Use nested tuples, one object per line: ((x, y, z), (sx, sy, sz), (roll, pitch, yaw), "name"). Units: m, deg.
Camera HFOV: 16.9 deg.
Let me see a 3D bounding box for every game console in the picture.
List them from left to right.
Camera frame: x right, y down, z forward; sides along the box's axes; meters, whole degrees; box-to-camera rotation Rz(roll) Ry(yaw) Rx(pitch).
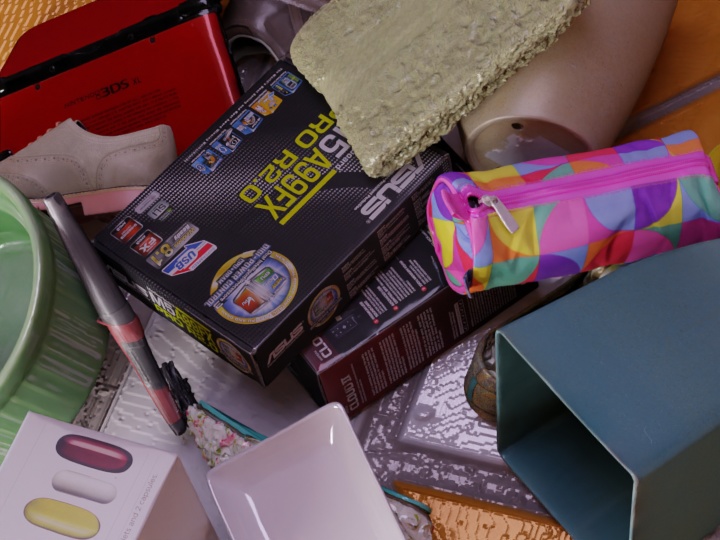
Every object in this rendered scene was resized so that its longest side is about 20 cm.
((-0.170, -0.137, 1.810), (0.199, 0.119, 0.173), (-20, 85, 19), "game console")

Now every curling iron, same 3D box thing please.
((-0.163, 0.032, 1.633), (0.025, 0.201, 0.050), (-29, 25, 4), "curling iron")

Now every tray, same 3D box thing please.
((-0.013, 0.195, 1.536), (0.107, 0.022, 0.201), (-29, 77, 15), "tray")

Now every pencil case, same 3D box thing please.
((0.141, -0.038, 1.593), (0.199, 0.089, 0.089), (-11, 53, -17), "pencil case")

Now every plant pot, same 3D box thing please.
((0.132, -0.160, 1.689), (0.186, 0.188, 0.201), (2, 58, 13), "plant pot")
((0.208, 0.076, 1.551), (0.199, 0.142, 0.141), (-30, 56, -18), "plant pot")

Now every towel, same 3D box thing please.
((0.054, -0.166, 1.624), (0.200, 0.036, 0.149), (-40, 54, 11), "towel")

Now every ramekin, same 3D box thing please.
((-0.267, 0.039, 1.657), (0.199, 0.098, 0.201), (-14, 63, 29), "ramekin")

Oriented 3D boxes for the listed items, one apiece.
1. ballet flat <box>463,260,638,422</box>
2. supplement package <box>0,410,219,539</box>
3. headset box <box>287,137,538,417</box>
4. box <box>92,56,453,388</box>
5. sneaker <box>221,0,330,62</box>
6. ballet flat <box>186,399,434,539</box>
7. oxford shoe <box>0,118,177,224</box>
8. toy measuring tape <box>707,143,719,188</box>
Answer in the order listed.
((0.154, 0.029, 1.633), (0.199, 0.071, 0.071), (-35, 57, -12), "ballet flat")
((-0.184, 0.221, 1.519), (0.110, 0.156, 0.201), (13, 61, 20), "supplement package")
((0.000, 0.000, 1.678), (0.199, 0.075, 0.149), (-34, 56, -12), "headset box")
((-0.058, -0.037, 1.641), (0.160, 0.044, 0.200), (33, 67, 31), "box")
((-0.018, -0.158, 1.804), (0.199, 0.070, 0.076), (20, 79, 28), "sneaker")
((-0.044, 0.148, 1.594), (0.199, 0.076, 0.064), (23, 83, 28), "ballet flat")
((-0.220, -0.069, 1.736), (0.199, 0.071, 0.074), (0, 80, 15), "oxford shoe")
((0.298, -0.082, 1.678), (0.200, 0.074, 0.074), (-38, 58, -14), "toy measuring tape")
